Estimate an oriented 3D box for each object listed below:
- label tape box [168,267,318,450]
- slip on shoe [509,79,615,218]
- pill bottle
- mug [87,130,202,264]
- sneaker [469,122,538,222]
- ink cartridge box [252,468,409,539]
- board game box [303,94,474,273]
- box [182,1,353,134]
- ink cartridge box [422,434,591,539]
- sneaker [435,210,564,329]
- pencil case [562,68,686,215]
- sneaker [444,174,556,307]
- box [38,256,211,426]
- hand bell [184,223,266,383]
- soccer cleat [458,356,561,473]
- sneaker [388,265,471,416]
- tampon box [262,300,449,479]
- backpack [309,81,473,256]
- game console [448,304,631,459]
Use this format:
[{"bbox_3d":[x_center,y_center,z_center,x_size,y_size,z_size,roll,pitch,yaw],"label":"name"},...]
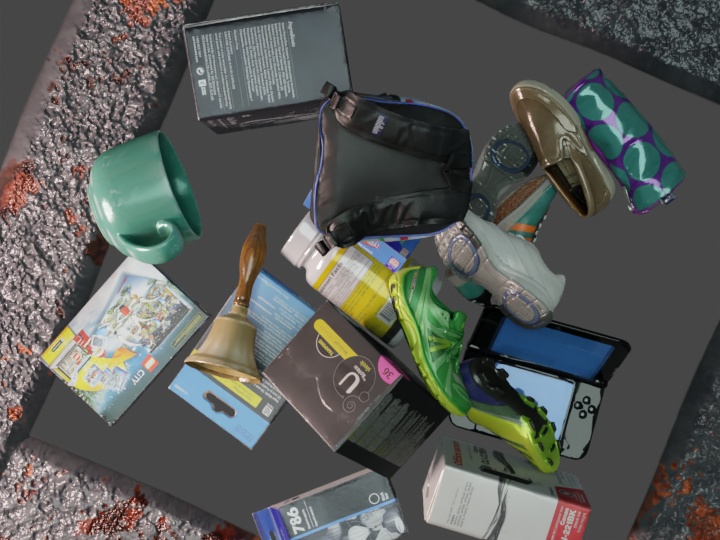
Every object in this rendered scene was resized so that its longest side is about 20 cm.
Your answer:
[{"bbox_3d":[-0.141,0.115,1.592,0.144,0.063,0.201,36,90,2],"label":"label tape box"},{"bbox_3d":[0.258,-0.158,1.551,0.061,0.076,0.201,-43,104,-37],"label":"slip on shoe"},{"bbox_3d":[0.000,0.000,1.566,0.199,0.114,0.115,38,90,0],"label":"pill bottle"},{"bbox_3d":[-0.287,-0.090,1.532,0.113,0.185,0.153,-20,101,3],"label":"mug"},{"bbox_3d":[0.167,-0.119,1.585,0.074,0.087,0.200,42,72,-8],"label":"sneaker"},{"bbox_3d":[-0.042,0.344,1.607,0.198,0.039,0.100,-22,91,1],"label":"ink cartridge box"},{"bbox_3d":[0.041,-0.116,1.550,0.152,0.045,0.201,36,56,0],"label":"board game box"},{"bbox_3d":[-0.112,-0.256,1.522,0.194,0.200,0.125,-10,92,1],"label":"box"},{"bbox_3d":[0.187,0.298,1.548,0.198,0.144,0.085,16,98,0],"label":"ink cartridge box"},{"bbox_3d":[0.174,-0.016,1.496,0.200,0.075,0.087,44,51,0],"label":"sneaker"},{"bbox_3d":[0.345,-0.169,1.578,0.092,0.085,0.200,-40,90,-6],"label":"pencil case"},{"bbox_3d":[0.204,-0.039,1.593,0.080,0.071,0.200,44,86,-17],"label":"sneaker"},{"bbox_3d":[-0.319,0.091,1.606,0.136,0.038,0.200,42,90,0],"label":"box"},{"bbox_3d":[-0.154,0.036,1.533,0.103,0.104,0.202,13,76,0],"label":"hand bell"},{"bbox_3d":[0.189,0.193,1.556,0.083,0.065,0.200,-28,112,39],"label":"soccer cleat"},{"bbox_3d":[0.101,0.088,1.476,0.083,0.074,0.202,-21,93,1],"label":"sneaker"},{"bbox_3d":[-0.001,0.156,1.503,0.126,0.200,0.150,-47,61,0],"label":"tampon box"},{"bbox_3d":[0.038,-0.121,1.412,0.188,0.154,0.202,5,103,-2],"label":"backpack"},{"bbox_3d":[0.233,0.151,1.565,0.198,0.116,0.178,16,90,1],"label":"game console"}]
